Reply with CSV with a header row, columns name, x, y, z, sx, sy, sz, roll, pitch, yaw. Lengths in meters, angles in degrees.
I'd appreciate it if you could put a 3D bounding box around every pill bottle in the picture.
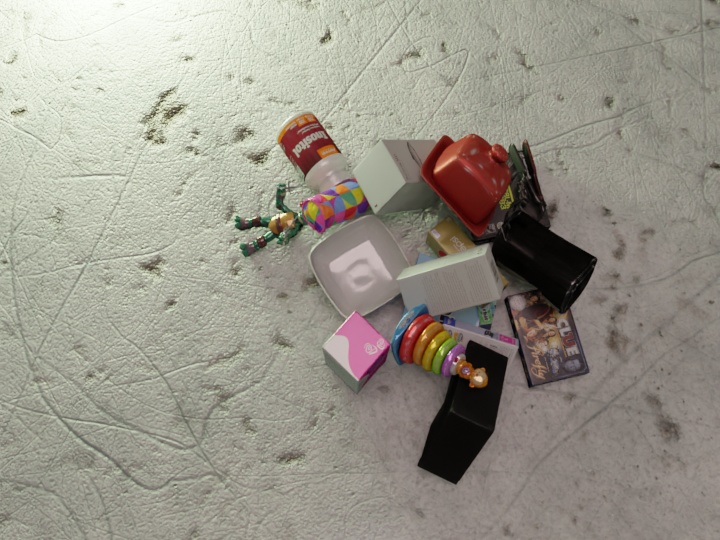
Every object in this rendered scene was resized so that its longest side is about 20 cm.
name,x,y,z,sx,sy,sz,roll,pitch,yaw
pill bottle,-0.103,-0.264,1.511,0.112,0.113,0.201,-33,76,-10

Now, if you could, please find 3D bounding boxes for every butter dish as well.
name,x,y,z,sx,sy,sz,roll,pitch,yaw
butter dish,0.253,-0.214,1.380,0.200,0.147,0.201,46,42,-9

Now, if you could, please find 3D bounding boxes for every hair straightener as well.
name,x,y,z,sx,sy,sz,roll,pitch,yaw
hair straightener,0.374,-0.202,1.490,0.075,0.041,0.204,-11,78,-6

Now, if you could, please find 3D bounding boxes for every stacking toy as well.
name,x,y,z,sx,sy,sz,roll,pitch,yaw
stacking toy,0.163,0.167,1.255,0.198,0.110,0.116,32,69,30

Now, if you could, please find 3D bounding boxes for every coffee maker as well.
name,x,y,z,sx,sy,sz,roll,pitch,yaw
coffee maker,0.384,-0.024,1.367,0.199,0.192,0.135,36,84,26

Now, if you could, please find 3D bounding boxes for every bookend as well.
name,x,y,z,sx,sy,sz,roll,pitch,yaw
bookend,0.210,0.291,1.325,0.091,0.202,0.200,23,41,4

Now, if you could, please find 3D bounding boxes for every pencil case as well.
name,x,y,z,sx,sy,sz,roll,pitch,yaw
pencil case,-0.037,-0.148,1.446,0.198,0.089,0.089,-25,72,-37

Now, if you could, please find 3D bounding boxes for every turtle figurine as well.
name,x,y,z,sx,sy,sz,roll,pitch,yaw
turtle figurine,-0.185,-0.108,1.471,0.196,0.101,0.152,-20,58,10

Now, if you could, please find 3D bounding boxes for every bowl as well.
name,x,y,z,sx,sy,sz,roll,pitch,yaw
bowl,0.000,0.000,1.450,0.197,0.075,0.202,-31,76,-9

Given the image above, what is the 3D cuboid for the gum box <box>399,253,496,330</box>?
name,x,y,z,sx,sy,sz,roll,pitch,yaw
gum box,0.202,0.073,1.443,0.196,0.045,0.173,16,73,5

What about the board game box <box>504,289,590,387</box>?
name,x,y,z,sx,sy,sz,roll,pitch,yaw
board game box,0.410,0.143,1.426,0.133,0.035,0.204,-12,73,-4

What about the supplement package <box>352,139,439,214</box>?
name,x,y,z,sx,sy,sz,roll,pitch,yaw
supplement package,0.102,-0.212,1.442,0.198,0.117,0.118,-13,69,-46

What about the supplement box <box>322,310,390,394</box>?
name,x,y,z,sx,sy,sz,roll,pitch,yaw
supplement box,-0.009,0.173,1.330,0.103,0.200,0.101,41,77,12

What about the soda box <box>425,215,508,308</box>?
name,x,y,z,sx,sy,sz,roll,pitch,yaw
soda box,0.231,-0.018,1.413,0.064,0.068,0.201,-36,75,-12

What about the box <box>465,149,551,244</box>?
name,x,y,z,sx,sy,sz,roll,pitch,yaw
box,0.329,-0.173,1.518,0.189,0.048,0.204,-10,73,-2

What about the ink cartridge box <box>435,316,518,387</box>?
name,x,y,z,sx,sy,sz,roll,pitch,yaw
ink cartridge box,0.226,0.174,1.379,0.196,0.042,0.121,16,118,3

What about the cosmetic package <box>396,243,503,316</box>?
name,x,y,z,sx,sy,sz,roll,pitch,yaw
cosmetic package,0.185,0.027,1.335,0.197,0.071,0.103,-16,105,24
